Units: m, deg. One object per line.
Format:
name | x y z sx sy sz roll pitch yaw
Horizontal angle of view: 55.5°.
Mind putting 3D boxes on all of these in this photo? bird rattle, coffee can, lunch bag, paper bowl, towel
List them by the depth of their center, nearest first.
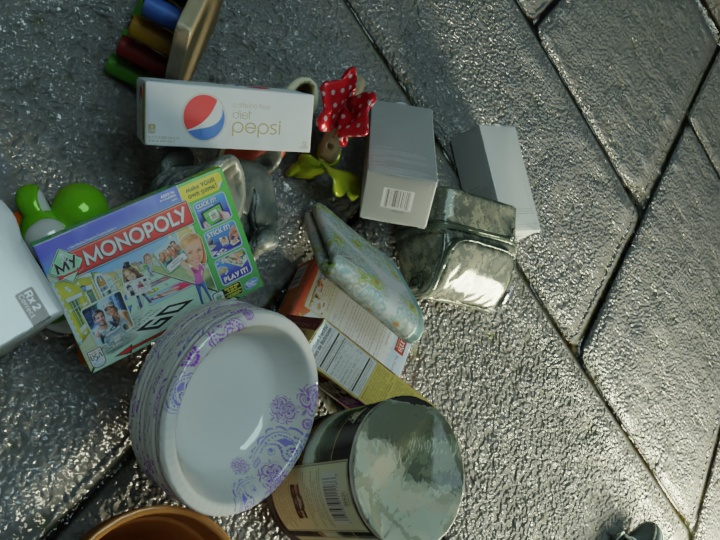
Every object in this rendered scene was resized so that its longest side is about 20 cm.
paper bowl | -0.144 0.133 0.700 0.198 0.102 0.207 -16 112 -47
coffee can | -0.002 0.228 0.760 0.143 0.198 0.151 12 67 -32
towel | 0.000 0.000 0.945 0.170 0.048 0.201 36 14 -27
bird rattle | -0.034 -0.208 0.956 0.109 0.203 0.166 14 48 0
lunch bag | 0.157 -0.027 1.099 0.196 0.138 0.174 11 79 -38

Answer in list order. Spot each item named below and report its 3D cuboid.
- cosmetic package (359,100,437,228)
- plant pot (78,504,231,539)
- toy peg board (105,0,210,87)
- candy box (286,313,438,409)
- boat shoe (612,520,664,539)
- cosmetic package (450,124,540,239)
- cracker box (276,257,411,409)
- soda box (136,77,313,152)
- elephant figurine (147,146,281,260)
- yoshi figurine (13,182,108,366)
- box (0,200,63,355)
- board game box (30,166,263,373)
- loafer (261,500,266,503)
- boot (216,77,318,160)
cosmetic package | 0.055 -0.165 1.021 0.103 0.092 0.203 9 39 -3
plant pot | -0.224 0.334 0.663 0.196 0.138 0.207 13 69 -36
toy peg board | -0.233 -0.318 0.834 0.096 0.199 0.205 21 62 -14
candy box | -0.011 0.134 0.848 0.199 0.116 0.057 41 72 -22
boat shoe | 0.492 0.514 1.247 0.198 0.072 0.063 -30 99 -36
cosmetic package | 0.246 -0.156 1.245 0.111 0.080 0.206 -4 78 -40
cracker box | -0.026 0.098 0.955 0.199 0.057 0.136 40 56 -22
soda box | -0.155 -0.178 0.789 0.194 0.063 0.070 -2 108 -26
elephant figurine | -0.184 -0.081 0.784 0.199 0.139 0.159 27 43 -58
yoshi figurine | -0.294 -0.009 0.740 0.111 0.111 0.204 -30 94 -53
box | -0.410 0.011 0.607 0.199 0.129 0.202 -35 99 -36
board game box | -0.209 -0.005 0.696 0.197 0.029 0.138 -28 112 -25
loafer | -0.155 0.206 0.804 0.200 0.070 0.074 44 54 -21
boot | -0.125 -0.183 0.928 0.075 0.106 0.203 40 57 -20
